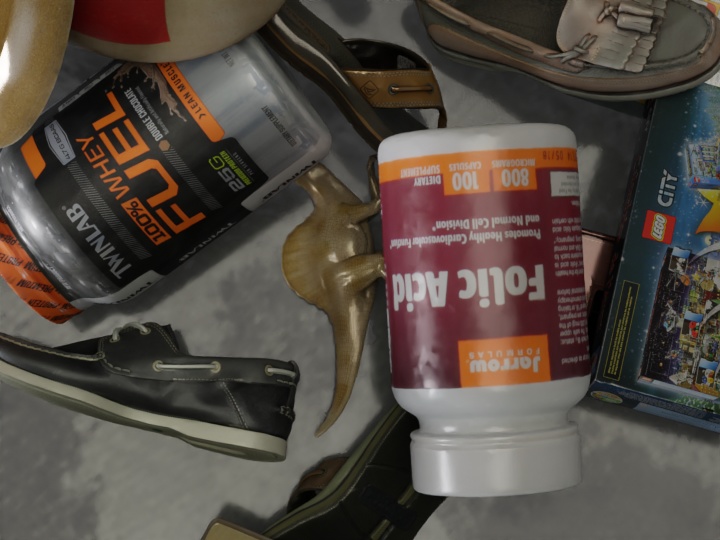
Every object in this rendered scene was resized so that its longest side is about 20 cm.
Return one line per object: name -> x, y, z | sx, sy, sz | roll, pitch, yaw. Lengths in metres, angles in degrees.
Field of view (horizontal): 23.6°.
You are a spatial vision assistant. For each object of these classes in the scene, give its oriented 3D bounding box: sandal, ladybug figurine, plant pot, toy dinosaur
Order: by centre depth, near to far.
plant pot -> -0.213, -0.169, 0.962 | 0.027, 0.200, 0.200 | 0, 85, -36
ladybug figurine -> -0.129, -0.190, 0.967 | 0.200, 0.072, 0.136 | 15, 75, 27
sandal -> 0.010, -0.118, 1.040 | 0.055, 0.082, 0.200 | -42, 105, 15
sandal -> -0.002, 0.143, 1.055 | 0.201, 0.057, 0.080 | -44, 115, 1
toy dinosaur -> 0.000, 0.000, 1.076 | 0.101, 0.058, 0.200 | -13, 78, 12

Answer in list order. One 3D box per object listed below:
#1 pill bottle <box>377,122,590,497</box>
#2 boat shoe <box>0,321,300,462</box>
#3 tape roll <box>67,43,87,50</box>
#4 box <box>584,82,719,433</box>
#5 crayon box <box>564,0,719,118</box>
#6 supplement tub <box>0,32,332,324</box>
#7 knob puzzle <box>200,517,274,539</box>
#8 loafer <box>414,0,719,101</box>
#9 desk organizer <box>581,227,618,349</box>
pill bottle -> 0.071, 0.022, 0.969 | 0.114, 0.114, 0.200 | -4, 90, -2
boat shoe -> -0.136, 0.063, 1.053 | 0.200, 0.072, 0.068 | 14, 79, -5
tape roll -> -0.153, -0.239, 1.072 | 0.202, 0.071, 0.203 | 0, 86, -2
box -> 0.218, -0.006, 1.011 | 0.136, 0.038, 0.200 | 16, 72, 0
crayon box -> 0.244, -0.143, 1.089 | 0.200, 0.052, 0.126 | 18, 86, 0
supplement tub -> -0.128, -0.064, 1.026 | 0.200, 0.123, 0.123 | -37, 88, 5
knob puzzle -> -0.053, 0.263, 1.045 | 0.219, 0.030, 0.220 | -2, 107, -7
loafer -> 0.119, -0.149, 1.032 | 0.200, 0.063, 0.072 | 12, 71, 32
desk organizer -> 0.168, 0.024, 1.064 | 0.200, 0.072, 0.077 | 14, 87, -1
